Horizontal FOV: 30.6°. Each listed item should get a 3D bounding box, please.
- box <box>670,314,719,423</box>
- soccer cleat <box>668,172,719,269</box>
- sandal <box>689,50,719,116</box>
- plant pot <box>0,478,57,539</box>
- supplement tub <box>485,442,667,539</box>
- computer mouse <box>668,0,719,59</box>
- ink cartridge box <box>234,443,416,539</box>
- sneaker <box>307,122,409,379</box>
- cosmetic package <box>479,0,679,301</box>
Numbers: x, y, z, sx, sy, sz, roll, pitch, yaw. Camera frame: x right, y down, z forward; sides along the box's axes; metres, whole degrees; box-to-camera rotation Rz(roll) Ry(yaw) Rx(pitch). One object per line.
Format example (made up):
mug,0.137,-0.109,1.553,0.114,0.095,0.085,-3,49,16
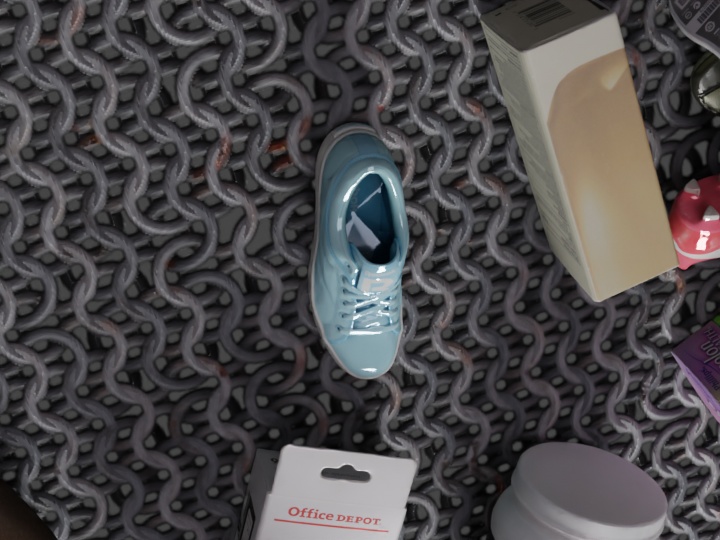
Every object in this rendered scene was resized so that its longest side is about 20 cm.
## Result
box,0.376,0.074,1.023,0.199,0.176,0.097,-37,116,4
soccer cleat,0.331,-0.052,1.029,0.198,0.067,0.077,-14,146,-12
sandal,0.338,-0.179,0.973,0.199,0.058,0.080,-18,123,12
plant pot,-0.316,0.193,0.930,0.187,0.187,0.200,-47,130,10
supplement tub,0.164,0.258,1.076,0.139,0.141,0.202,6,112,-16
computer mouse,0.286,-0.155,0.901,0.044,0.201,0.110,17,123,-43
ink cartridge box,-0.037,0.214,1.050,0.115,0.068,0.202,9,112,-17
sneaker,0.000,0.000,0.955,0.073,0.082,0.202,-10,116,-8
cosmetic package,0.157,-0.092,0.939,0.071,0.105,0.201,-23,118,-2
